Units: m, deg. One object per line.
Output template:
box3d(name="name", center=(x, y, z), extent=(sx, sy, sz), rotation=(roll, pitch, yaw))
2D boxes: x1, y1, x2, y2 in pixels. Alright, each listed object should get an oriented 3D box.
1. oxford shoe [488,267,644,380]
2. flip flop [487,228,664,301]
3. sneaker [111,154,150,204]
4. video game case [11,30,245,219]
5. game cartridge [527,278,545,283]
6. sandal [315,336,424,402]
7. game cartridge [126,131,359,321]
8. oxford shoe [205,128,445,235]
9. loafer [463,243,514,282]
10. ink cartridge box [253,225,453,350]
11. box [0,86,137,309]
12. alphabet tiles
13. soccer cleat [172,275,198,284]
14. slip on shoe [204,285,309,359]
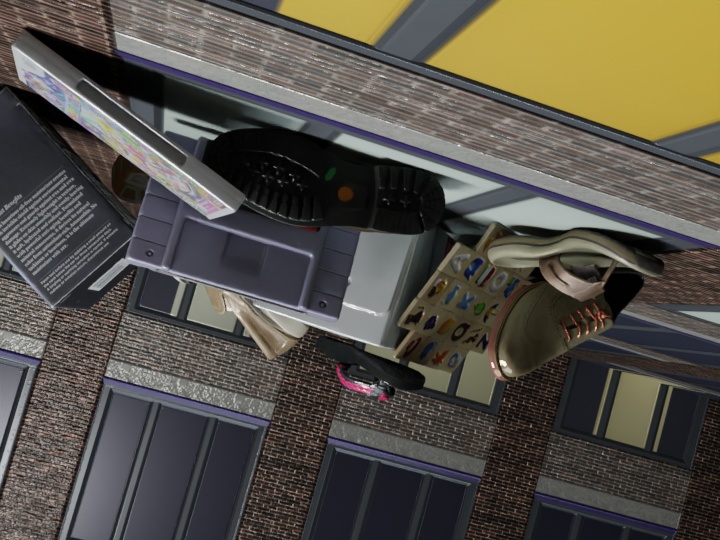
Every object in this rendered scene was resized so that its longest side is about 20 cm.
box3d(name="oxford shoe", center=(0.198, 0.041, 0.988), extent=(0.075, 0.071, 0.200), rotation=(0, -151, 48))
box3d(name="flip flop", center=(0.192, -0.001, 0.946), extent=(0.081, 0.058, 0.200), rotation=(19, 170, -36))
box3d(name="sneaker", center=(-0.177, -0.095, 1.158), extent=(0.199, 0.076, 0.088), rotation=(19, -168, 20))
box3d(name="video game case", center=(-0.187, -0.109, 0.827), extent=(0.200, 0.018, 0.143), rotation=(37, 171, -13))
box3d(name="game cartridge", center=(0.157, 0.042, 1.289), extent=(0.199, 0.039, 0.130), rotation=(-13, 179, -14))
box3d(name="sandal", center=(0.006, 0.112, 1.117), extent=(0.075, 0.045, 0.200), rotation=(22, 176, -25))
box3d(name="game cartridge", center=(-0.100, -0.042, 0.949), extent=(0.199, 0.130, 0.038), rotation=(16, 171, -11))
box3d(name="oxford shoe", center=(-0.034, -0.067, 0.873), extent=(0.199, 0.073, 0.084), rotation=(17, 178, -6))
box3d(name="loafer", center=(0.139, -0.002, 1.201), extent=(0.070, 0.070, 0.200), rotation=(-20, -177, -14))
box3d(name="ink cartridge box", center=(0.000, 0.000, 1.099), extent=(0.145, 0.145, 0.200), rotation=(17, 178, 15))
box3d(name="box", center=(-0.335, -0.067, 1.113), extent=(0.199, 0.123, 0.200), rotation=(49, 174, 0))
box3d(name="alphabet tiles", center=(0.115, 0.034, 1.071), extent=(0.006, 0.167, 0.200), rotation=(43, -169, 31))
box3d(name="soccer cleat", center=(-0.137, -0.033, 1.051), extent=(0.073, 0.068, 0.200), rotation=(29, -158, 26))
box3d(name="slip on shoe", center=(-0.148, 0.022, 1.171), extent=(0.200, 0.061, 0.076), rotation=(42, -175, -23))
